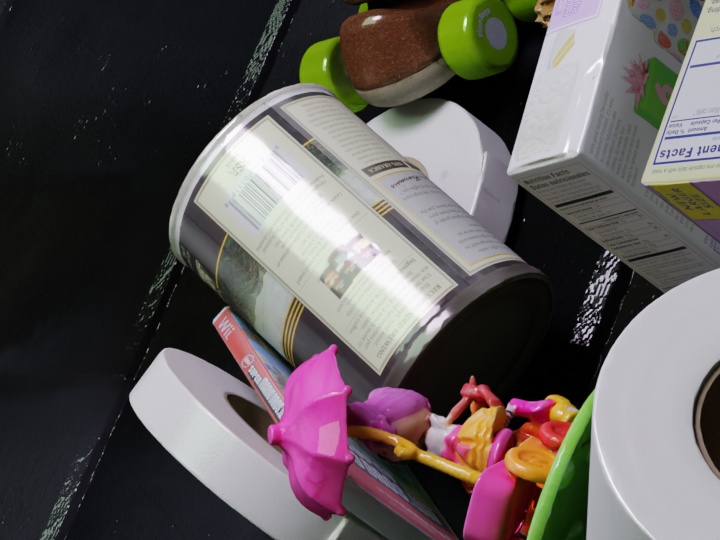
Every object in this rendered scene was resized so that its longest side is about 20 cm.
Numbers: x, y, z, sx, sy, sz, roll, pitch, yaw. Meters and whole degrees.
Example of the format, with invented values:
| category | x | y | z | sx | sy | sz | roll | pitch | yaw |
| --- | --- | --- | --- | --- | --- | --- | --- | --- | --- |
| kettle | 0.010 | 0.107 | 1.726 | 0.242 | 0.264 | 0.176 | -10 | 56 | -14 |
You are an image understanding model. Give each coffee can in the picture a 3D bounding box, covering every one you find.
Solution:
| category | x | y | z | sx | sy | sz | roll | pitch | yaw |
| --- | --- | --- | --- | --- | --- | --- | --- | --- | --- |
| coffee can | 0.000 | 0.000 | 1.526 | 0.200 | 0.146 | 0.147 | 42 | 98 | 26 |

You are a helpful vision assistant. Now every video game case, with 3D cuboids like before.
| category | x | y | z | sx | sy | sz | roll | pitch | yaw |
| --- | --- | --- | --- | --- | --- | --- | --- | --- | --- |
| video game case | -0.010 | 0.108 | 1.521 | 0.017 | 0.143 | 0.200 | -47 | 34 | 7 |

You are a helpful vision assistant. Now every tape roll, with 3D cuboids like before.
| category | x | y | z | sx | sy | sz | roll | pitch | yaw |
| --- | --- | --- | --- | --- | --- | --- | --- | --- | --- |
| tape roll | 0.205 | 0.113 | 1.158 | 0.202 | 0.140 | 0.203 | -1 | 47 | 1 |
| tape roll | 0.021 | -0.023 | 1.680 | 0.202 | 0.037 | 0.203 | -32 | 40 | 31 |
| tape roll | -0.051 | 0.121 | 1.512 | 0.037 | 0.203 | 0.203 | -53 | 33 | 4 |

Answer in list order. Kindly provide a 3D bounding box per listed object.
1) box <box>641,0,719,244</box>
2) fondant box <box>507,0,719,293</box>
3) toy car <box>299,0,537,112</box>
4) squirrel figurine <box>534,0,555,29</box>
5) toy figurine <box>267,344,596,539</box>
| category | x | y | z | sx | sy | sz | roll | pitch | yaw |
| --- | --- | --- | --- | --- | --- | --- | --- | --- | --- |
| box | 0.266 | -0.092 | 1.308 | 0.096 | 0.176 | 0.201 | -2 | 60 | 52 |
| fondant box | 0.182 | -0.070 | 1.376 | 0.058 | 0.200 | 0.145 | -13 | 51 | 46 |
| toy car | 0.018 | -0.227 | 1.695 | 0.164 | 0.200 | 0.158 | -12 | 25 | 43 |
| squirrel figurine | 0.161 | -0.231 | 1.538 | 0.141 | 0.201 | 0.187 | -9 | 29 | 10 |
| toy figurine | 0.046 | 0.095 | 1.361 | 0.183 | 0.200 | 0.151 | 19 | 110 | 19 |
